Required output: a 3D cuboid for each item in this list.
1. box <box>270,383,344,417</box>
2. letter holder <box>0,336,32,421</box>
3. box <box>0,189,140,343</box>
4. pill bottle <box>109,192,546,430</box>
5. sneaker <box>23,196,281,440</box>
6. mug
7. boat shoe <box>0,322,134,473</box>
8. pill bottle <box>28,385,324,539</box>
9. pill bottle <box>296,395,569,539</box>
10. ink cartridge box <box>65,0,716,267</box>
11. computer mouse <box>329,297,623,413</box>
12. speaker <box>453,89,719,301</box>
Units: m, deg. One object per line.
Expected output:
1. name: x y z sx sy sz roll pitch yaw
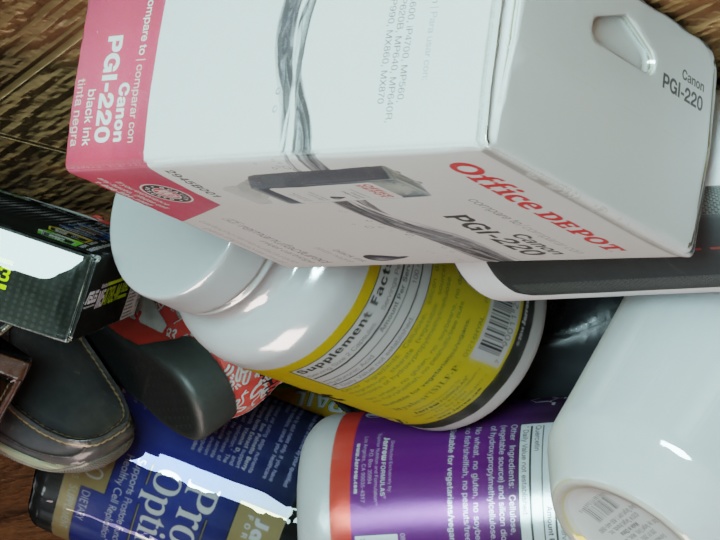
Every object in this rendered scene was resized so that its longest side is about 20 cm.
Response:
1. box: 0.023 0.088 1.505 0.199 0.102 0.113 5 139 17
2. letter holder: -0.284 0.052 1.290 0.199 0.143 0.100 31 -175 34
3. box: -0.200 -0.021 1.214 0.192 0.048 0.200 21 -177 3
4. pill bottle: -0.015 -0.002 1.196 0.111 0.112 0.199 -2 163 41
5. sneaker: -0.100 0.004 1.371 0.201 0.108 0.068 36 146 38
6. mug: 0.162 0.073 1.115 0.149 0.153 0.187 16 145 41
7. boat shoe: -0.191 0.022 1.338 0.200 0.074 0.074 40 145 20
8. pill bottle: -0.065 0.119 1.409 0.199 0.112 0.112 21 168 4
9. pill bottle: 0.074 0.119 1.285 0.198 0.113 0.112 -5 165 12
10. ink cartridge box: 0.012 -0.059 0.990 0.199 0.085 0.145 -3 163 37
11. computer mouse: 0.088 0.054 1.327 0.199 0.053 0.139 -23 145 16
12. speaker: 0.130 -0.031 1.042 0.199 0.082 0.081 -2 163 43
